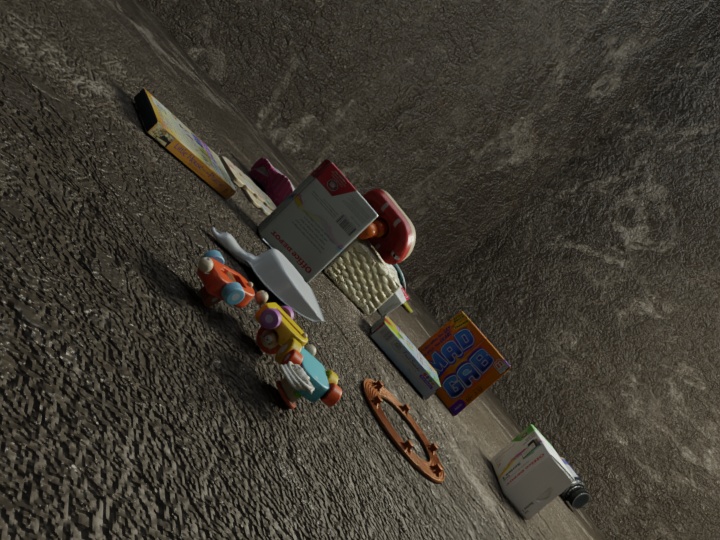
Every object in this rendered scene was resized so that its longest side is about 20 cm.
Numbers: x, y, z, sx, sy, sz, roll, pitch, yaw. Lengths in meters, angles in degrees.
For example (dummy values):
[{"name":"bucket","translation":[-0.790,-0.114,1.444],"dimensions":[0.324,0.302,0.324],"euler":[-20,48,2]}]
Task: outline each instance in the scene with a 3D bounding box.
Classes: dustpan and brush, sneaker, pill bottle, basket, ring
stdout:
[{"name":"dustpan and brush","translation":[-0.142,-0.003,0.818],"dimensions":[0.201,0.057,0.140],"euler":[54,1,-27]},{"name":"sneaker","translation":[-0.225,-0.231,1.507],"dimensions":[0.201,0.081,0.088],"euler":[53,9,33]},{"name":"pill bottle","translation":[0.856,0.880,2.251],"dimensions":[0.112,0.112,0.200],"euler":[45,7,-31]},{"name":"basket","translation":[0.000,0.000,1.428],"dimensions":[0.200,0.135,0.124],"euler":[45,9,-23]},{"name":"ring","translation":[0.074,0.254,0.884],"dimensions":[0.201,0.019,0.201],"euler":[48,6,-7]}]

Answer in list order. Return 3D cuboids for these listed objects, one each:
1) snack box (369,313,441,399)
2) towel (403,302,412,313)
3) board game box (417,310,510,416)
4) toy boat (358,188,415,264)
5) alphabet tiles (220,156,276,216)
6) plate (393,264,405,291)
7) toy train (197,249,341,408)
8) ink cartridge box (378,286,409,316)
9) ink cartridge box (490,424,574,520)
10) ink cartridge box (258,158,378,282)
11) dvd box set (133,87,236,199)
[{"name":"snack box","translation":[0.108,0.203,1.306],"dimensions":[0.200,0.053,0.142],"euler":[49,7,0]},{"name":"towel","translation":[0.165,0.113,2.528],"dimensions":[0.200,0.023,0.144],"euler":[46,7,-24]},{"name":"board game box","translation":[0.284,0.260,1.538],"dimensions":[0.200,0.200,0.200],"euler":[50,5,15]},{"name":"toy boat","translation":[0.044,-0.105,1.376],"dimensions":[0.130,0.131,0.201],"euler":[-21,67,-45]},{"name":"alphabet tiles","translation":[-0.265,-0.199,1.327],"dimensions":[0.196,0.015,0.200],"euler":[54,7,37]},{"name":"plate","translation":[0.088,0.024,1.858],"dimensions":[0.199,0.025,0.202],"euler":[31,-45,37]},{"name":"toy train","translation":[-0.104,0.072,0.568],"dimensions":[0.200,0.056,0.150],"euler":[49,6,32]},{"name":"ink cartridge box","translation":[0.062,0.034,1.739],"dimensions":[0.201,0.083,0.145],"euler":[57,14,5]},{"name":"ink cartridge box","translation":[0.404,0.475,1.295],"dimensions":[0.084,0.145,0.200],"euler":[47,6,1]},{"name":"ink cartridge box","translation":[-0.088,-0.101,1.089],"dimensions":[0.146,0.200,0.083],"euler":[46,3,-20]},{"name":"dvd box set","translation":[-0.323,-0.232,1.004],"dimensions":[0.200,0.029,0.147],"euler":[44,8,-49]}]
